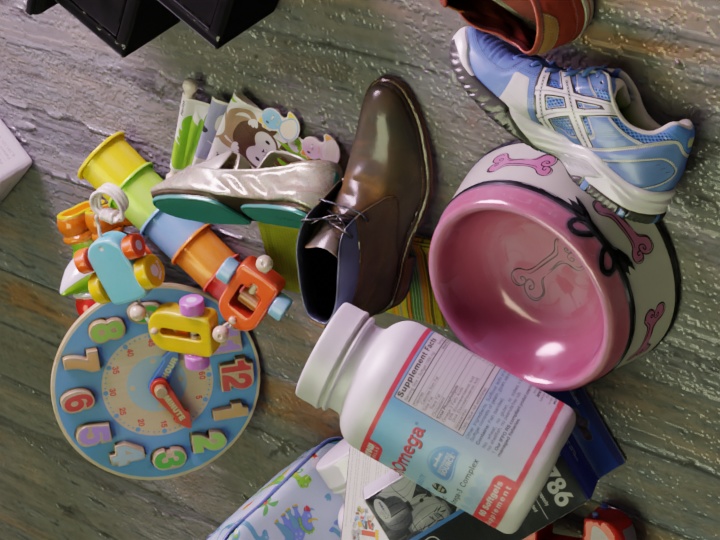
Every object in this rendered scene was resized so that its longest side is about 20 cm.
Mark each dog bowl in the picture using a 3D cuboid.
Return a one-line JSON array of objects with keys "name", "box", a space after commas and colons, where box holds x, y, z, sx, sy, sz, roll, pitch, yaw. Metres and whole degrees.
[{"name": "dog bowl", "box": [0.138, 0.005, 1.323, 0.199, 0.074, 0.201, 24, 133, 29]}]

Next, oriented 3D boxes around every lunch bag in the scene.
[{"name": "lunch bag", "box": [-0.044, 0.266, 1.593, 0.161, 0.200, 0.082, 50, 141, -1]}]

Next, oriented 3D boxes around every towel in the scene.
[{"name": "towel", "box": [0.000, 0.000, 1.476, 0.199, 0.018, 0.087, 12, 129, 31]}]

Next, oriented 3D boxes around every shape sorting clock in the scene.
[{"name": "shape sorting clock", "box": [-0.192, 0.108, 1.639, 0.039, 0.199, 0.201, -132, 22, -64]}]

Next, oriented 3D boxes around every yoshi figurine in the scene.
[{"name": "yoshi figurine", "box": [-0.218, 0.029, 1.680, 0.111, 0.112, 0.201, -11, 102, 7]}]

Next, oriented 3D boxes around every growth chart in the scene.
[{"name": "growth chart", "box": [-0.085, -0.088, 1.504, 0.199, 0.018, 0.145, 30, 137, 20]}]

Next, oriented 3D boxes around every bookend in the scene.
[{"name": "bookend", "box": [-0.157, -0.239, 1.396, 0.199, 0.092, 0.200, 41, 140, 11]}]

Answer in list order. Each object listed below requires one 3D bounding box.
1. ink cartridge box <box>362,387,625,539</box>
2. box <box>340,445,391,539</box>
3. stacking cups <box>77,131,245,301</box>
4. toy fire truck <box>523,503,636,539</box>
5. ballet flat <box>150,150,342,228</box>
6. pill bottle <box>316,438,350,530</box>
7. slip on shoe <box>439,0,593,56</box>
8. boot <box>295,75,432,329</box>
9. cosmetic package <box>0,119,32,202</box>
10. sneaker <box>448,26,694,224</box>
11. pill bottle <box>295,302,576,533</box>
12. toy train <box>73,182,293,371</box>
[{"name": "ink cartridge box", "box": [0.110, 0.170, 1.403, 0.100, 0.199, 0.039, 57, -177, -8]}, {"name": "box", "box": [0.040, 0.215, 1.465, 0.109, 0.035, 0.201, 10, 101, 21]}, {"name": "stacking cups", "box": [-0.171, -0.037, 1.596, 0.200, 0.060, 0.061, 46, 140, 2]}, {"name": "toy fire truck", "box": [0.138, 0.188, 1.466, 0.199, 0.049, 0.142, 6, 99, 23]}, {"name": "ballet flat", "box": [-0.093, -0.071, 1.470, 0.199, 0.063, 0.067, 7, 161, 37]}, {"name": "pill bottle", "box": [0.050, 0.232, 1.550, 0.201, 0.111, 0.111, 54, 140, -5]}, {"name": "slip on shoe", "box": [0.071, -0.218, 1.226, 0.200, 0.061, 0.074, 37, 140, 18]}, {"name": "boot", "box": [0.002, -0.048, 1.371, 0.074, 0.097, 0.201, 16, 115, 31]}, {"name": "cosmetic package", "box": [-0.470, -0.092, 1.717, 0.167, 0.200, 0.167, 52, 139, -2]}, {"name": "sneaker", "box": [0.151, -0.119, 1.232, 0.200, 0.076, 0.077, 37, 116, 15]}, {"name": "pill bottle", "box": [0.056, 0.108, 1.328, 0.199, 0.109, 0.109, 28, 137, 7]}, {"name": "toy train", "box": [-0.155, 0.001, 1.541, 0.199, 0.056, 0.151, 32, 125, 6]}]
